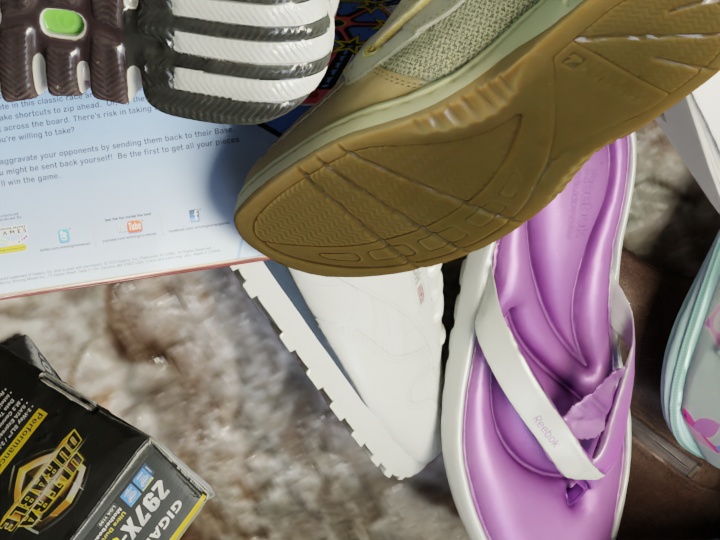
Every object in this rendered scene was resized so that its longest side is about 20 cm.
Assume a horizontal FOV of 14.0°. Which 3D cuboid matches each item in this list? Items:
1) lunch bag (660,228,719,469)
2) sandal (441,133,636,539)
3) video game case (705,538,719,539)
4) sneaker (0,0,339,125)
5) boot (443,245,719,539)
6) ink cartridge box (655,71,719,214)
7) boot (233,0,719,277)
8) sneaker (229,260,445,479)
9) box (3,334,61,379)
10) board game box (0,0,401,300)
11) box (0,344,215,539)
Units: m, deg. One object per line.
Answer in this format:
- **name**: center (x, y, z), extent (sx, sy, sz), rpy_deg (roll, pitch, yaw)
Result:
- **lunch bag**: center (0.205, -0.004, 1.113), extent (0.160, 0.077, 0.201), rpy_deg (17, 96, -34)
- **sandal**: center (0.074, 0.029, 1.083), extent (0.082, 0.050, 0.203), rpy_deg (-9, 105, -28)
- **video game case**: center (0.166, 0.165, 1.154), extent (0.200, 0.019, 0.143), rpy_deg (-2, 117, -44)
- **sneaker**: center (-0.094, -0.105, 0.933), extent (0.199, 0.116, 0.076), rpy_deg (14, 124, 10)
- **boot**: center (0.094, 0.080, 1.191), extent (0.166, 0.072, 0.200), rpy_deg (25, 113, -26)
- **ink cartridge box**: center (0.176, -0.124, 0.984), extent (0.200, 0.147, 0.083), rpy_deg (-29, 134, 1)
- **boot**: center (0.038, -0.098, 0.946), extent (0.072, 0.155, 0.200), rpy_deg (29, 133, -36)
- **sneaker**: center (0.000, 0.000, 1.068), extent (0.080, 0.076, 0.200), rpy_deg (-37, 136, -5)
- **box**: center (-0.123, 0.148, 1.046), extent (0.132, 0.200, 0.115), rpy_deg (-29, 136, 2)
- **board game box**: center (-0.048, -0.053, 0.982), extent (0.199, 0.019, 0.103), rpy_deg (-8, 92, -12)
- **box**: center (-0.168, 0.112, 0.975), extent (0.200, 0.159, 0.049), rpy_deg (-53, 141, -12)
